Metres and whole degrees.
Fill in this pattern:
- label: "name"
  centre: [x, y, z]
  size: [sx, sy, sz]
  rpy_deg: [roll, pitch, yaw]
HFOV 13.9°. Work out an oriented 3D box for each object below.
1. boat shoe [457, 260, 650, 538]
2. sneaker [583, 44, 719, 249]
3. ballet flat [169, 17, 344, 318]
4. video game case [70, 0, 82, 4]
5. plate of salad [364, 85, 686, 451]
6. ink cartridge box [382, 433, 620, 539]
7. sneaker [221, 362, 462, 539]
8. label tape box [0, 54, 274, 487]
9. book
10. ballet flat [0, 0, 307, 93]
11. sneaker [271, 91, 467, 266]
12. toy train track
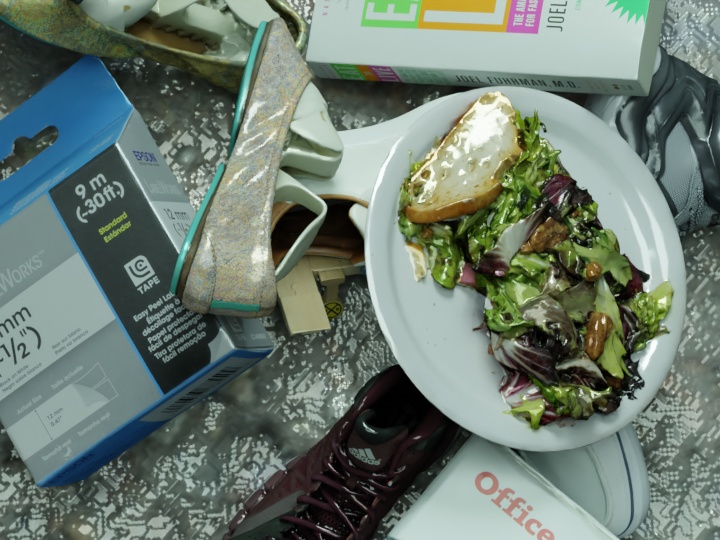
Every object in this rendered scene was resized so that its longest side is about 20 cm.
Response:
- label: "boat shoe"
  centre: [0.088, 0.069, 1.624]
  size: [0.067, 0.073, 0.200]
  rpy_deg: [-36, 98, -49]
- label: "sneaker"
  centre: [0.171, -0.025, 1.672]
  size: [0.113, 0.075, 0.201]
  rpy_deg: [16, 87, -11]
- label: "ballet flat"
  centre: [-0.047, -0.051, 1.596]
  size: [0.067, 0.068, 0.200]
  rpy_deg: [15, 55, 2]
- label: "video game case"
  centre: [-0.181, -0.257, 1.630]
  size: [0.180, 0.026, 0.200]
  rpy_deg: [22, 67, 21]
- label: "plate of salad"
  centre: [0.095, -0.004, 1.574]
  size: [0.199, 0.048, 0.201]
  rpy_deg: [7, 74, -27]
- label: "ink cartridge box"
  centre: [0.055, 0.211, 1.604]
  size: [0.147, 0.083, 0.200]
  rpy_deg: [40, 78, 8]
- label: "sneaker"
  centre: [-0.015, 0.117, 1.608]
  size: [0.076, 0.116, 0.200]
  rpy_deg: [36, 77, 6]
- label: "label tape box"
  centre: [-0.161, -0.002, 1.631]
  size: [0.143, 0.066, 0.200]
  rpy_deg: [-34, 80, 17]
- label: "book"
  centre: [0.077, -0.168, 1.676]
  size: [0.199, 0.048, 0.134]
  rpy_deg: [4, 71, 22]
- label: "ballet flat"
  centre: [-0.113, -0.149, 1.647]
  size: [0.200, 0.071, 0.071]
  rpy_deg: [16, 72, -36]
- label: "sneaker"
  centre: [0.029, -0.041, 1.655]
  size: [0.199, 0.073, 0.085]
  rpy_deg: [-13, 48, -2]
- label: "toy train track"
  centre: [0.000, 0.000, 1.679]
  size: [0.199, 0.033, 0.115]
  rpy_deg: [-7, 45, -11]
